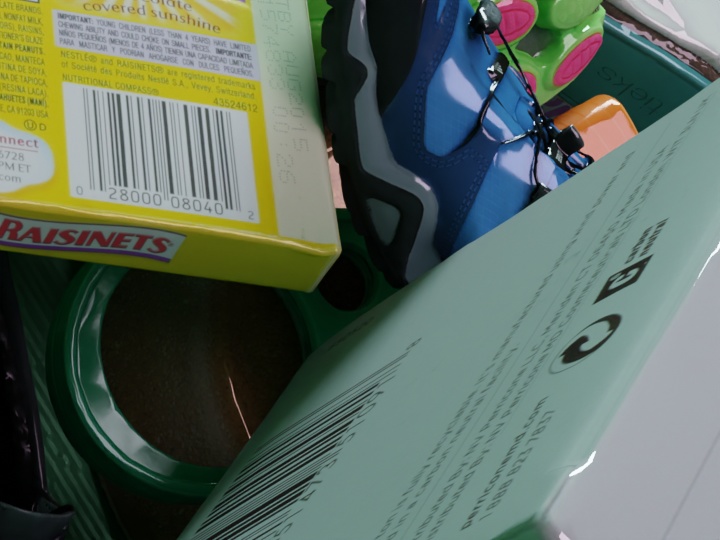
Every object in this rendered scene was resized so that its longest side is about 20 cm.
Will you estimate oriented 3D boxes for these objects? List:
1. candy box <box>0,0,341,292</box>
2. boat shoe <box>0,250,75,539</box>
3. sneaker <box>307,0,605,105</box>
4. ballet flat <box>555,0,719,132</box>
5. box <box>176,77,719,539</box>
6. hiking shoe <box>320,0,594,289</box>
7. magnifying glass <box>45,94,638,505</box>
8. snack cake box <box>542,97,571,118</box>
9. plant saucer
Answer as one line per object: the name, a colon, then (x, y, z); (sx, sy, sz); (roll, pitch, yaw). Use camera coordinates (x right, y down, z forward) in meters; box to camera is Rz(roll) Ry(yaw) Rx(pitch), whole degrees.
candy box: (-0.104, -0.053, 0.720); (0.200, 0.026, 0.102); (8, 51, -23)
boat shoe: (-0.102, 0.057, 0.724); (0.074, 0.066, 0.200); (18, 59, -53)
sneaker: (-0.022, -0.083, 0.841); (0.199, 0.084, 0.077); (-1, 114, -21)
ballet flat: (0.040, -0.105, 0.912); (0.200, 0.069, 0.070); (30, 49, -30)
box: (0.050, 0.079, 0.651); (0.131, 0.200, 0.199); (47, 41, -10)
hiking shoe: (0.052, -0.010, 0.782); (0.074, 0.086, 0.200); (-70, 144, -58)
magnifying glass: (0.000, 0.000, 0.831); (0.200, 0.022, 0.080); (-28, 89, -28)
snack cake box: (0.053, -0.101, 1.018); (0.200, 0.067, 0.115); (58, 16, -21)
plant saucer: (0.017, 0.028, 0.862); (0.200, 0.035, 0.201); (7, 73, -24)
